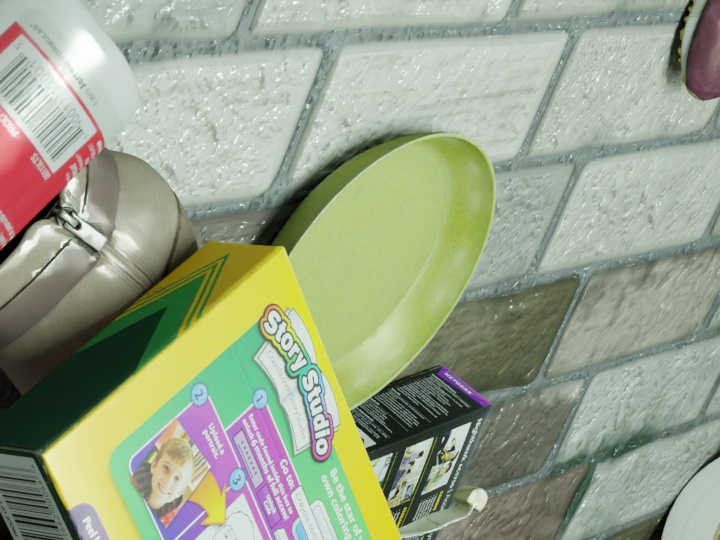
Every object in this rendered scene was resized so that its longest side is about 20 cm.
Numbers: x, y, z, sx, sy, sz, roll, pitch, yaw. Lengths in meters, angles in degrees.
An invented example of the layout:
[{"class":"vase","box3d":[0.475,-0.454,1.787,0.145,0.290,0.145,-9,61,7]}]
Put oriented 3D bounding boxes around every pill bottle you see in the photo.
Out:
[{"class":"pill bottle","box3d":[-0.193,-0.038,0.863,0.200,0.112,0.112,-45,150,-12]}]

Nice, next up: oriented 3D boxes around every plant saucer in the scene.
[{"class":"plant saucer","box3d":[0.000,0.000,1.267,0.200,0.031,0.201,-36,148,-27]}]

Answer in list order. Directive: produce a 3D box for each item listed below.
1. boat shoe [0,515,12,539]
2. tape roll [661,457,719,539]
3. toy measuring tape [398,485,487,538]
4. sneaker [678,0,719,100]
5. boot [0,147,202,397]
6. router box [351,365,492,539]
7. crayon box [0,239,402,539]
[{"class":"boat shoe","box3d":[-0.168,0.124,1.123,0.200,0.065,0.072,-37,146,-27]},{"class":"tape roll","box3d":[0.377,0.267,1.929,0.203,0.202,0.139,-51,150,-2]},{"class":"toy measuring tape","box3d":[-0.019,0.142,1.293,0.199,0.074,0.074,-19,139,-23]},{"class":"sneaker","box3d":[0.286,-0.188,1.413,0.075,0.090,0.201,12,112,-58]},{"class":"boot","box3d":[-0.145,0.040,1.037,0.146,0.070,0.201,41,69,-47]},{"class":"router box","box3d":[-0.005,0.171,1.423,0.149,0.051,0.201,-15,134,-50]},{"class":"crayon box","box3d":[-0.072,0.116,1.026,0.172,0.058,0.201,-42,121,-39]}]
